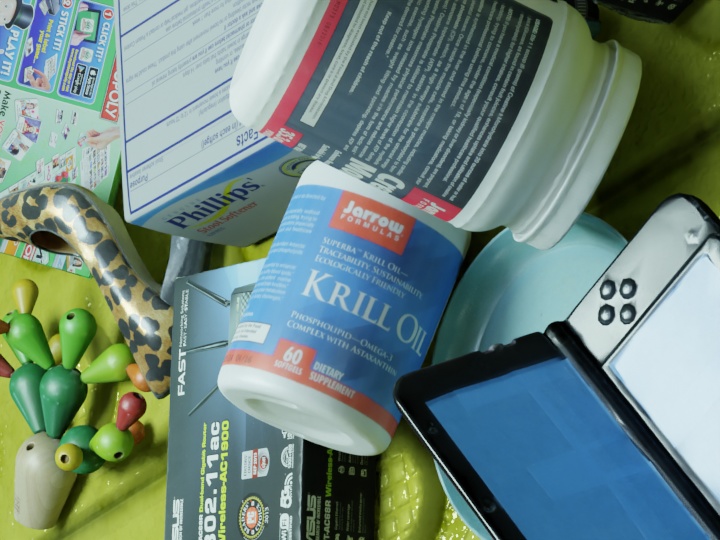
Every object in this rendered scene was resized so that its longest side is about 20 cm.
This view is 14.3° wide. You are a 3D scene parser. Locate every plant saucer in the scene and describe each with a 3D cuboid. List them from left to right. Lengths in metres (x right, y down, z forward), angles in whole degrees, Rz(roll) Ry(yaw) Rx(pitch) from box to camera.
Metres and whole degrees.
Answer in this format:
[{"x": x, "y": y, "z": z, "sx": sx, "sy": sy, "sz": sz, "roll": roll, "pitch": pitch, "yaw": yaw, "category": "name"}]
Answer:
[{"x": 0.112, "y": 0.065, "z": 1.649, "sx": 0.200, "sy": 0.027, "sz": 0.200, "roll": -17, "pitch": 67, "yaw": 48, "category": "plant saucer"}]

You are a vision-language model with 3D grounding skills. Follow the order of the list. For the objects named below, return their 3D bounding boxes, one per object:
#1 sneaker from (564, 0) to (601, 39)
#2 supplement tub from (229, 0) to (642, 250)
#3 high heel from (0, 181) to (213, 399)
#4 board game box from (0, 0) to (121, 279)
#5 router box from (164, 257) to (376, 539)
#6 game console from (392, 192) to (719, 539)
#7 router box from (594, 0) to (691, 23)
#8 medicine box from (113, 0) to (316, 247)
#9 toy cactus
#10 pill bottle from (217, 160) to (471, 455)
[{"x": 0.075, "y": -0.188, "z": 1.722, "sx": 0.200, "sy": 0.071, "sz": 0.083, "roll": 42, "pitch": 116, "yaw": 50, "category": "sneaker"}, {"x": 0.040, "y": -0.108, "z": 1.597, "sx": 0.140, "sy": 0.200, "sz": 0.140, "roll": -63, "pitch": 8, "yaw": 16, "category": "supplement tub"}, {"x": -0.193, "y": 0.015, "z": 1.979, "sx": 0.200, "sy": 0.071, "sz": 0.143, "roll": 2, "pitch": 77, "yaw": 28, "category": "high heel"}, {"x": -0.230, "y": -0.108, "z": 2.049, "sx": 0.029, "sy": 0.134, "sz": 0.200, "roll": -55, "pitch": -19, "yaw": -81, "category": "board game box"}, {"x": -0.057, "y": 0.093, "z": 1.829, "sx": 0.150, "sy": 0.062, "sz": 0.200, "roll": -13, "pitch": 71, "yaw": 51, "category": "router box"}, {"x": 0.146, "y": 0.073, "z": 1.498, "sx": 0.172, "sy": 0.119, "sz": 0.200, "roll": -52, "pitch": 54, "yaw": 21, "category": "game console"}, {"x": 0.187, "y": -0.259, "z": 1.591, "sx": 0.200, "sy": 0.062, "sz": 0.150, "roll": -46, "pitch": 47, "yaw": 35, "category": "router box"}, {"x": -0.067, "y": -0.141, "z": 1.867, "sx": 0.182, "sy": 0.103, "sz": 0.200, "roll": -26, "pitch": 62, "yaw": 46, "category": "medicine box"}, {"x": -0.219, "y": 0.106, "z": 2.022, "sx": 0.200, "sy": 0.102, "sz": 0.165, "roll": 33, "pitch": 118, "yaw": 41, "category": "toy cactus"}, {"x": 0.000, "y": 0.000, "z": 1.717, "sx": 0.112, "sy": 0.112, "sz": 0.200, "roll": 4, "pitch": 68, "yaw": 52, "category": "pill bottle"}]
